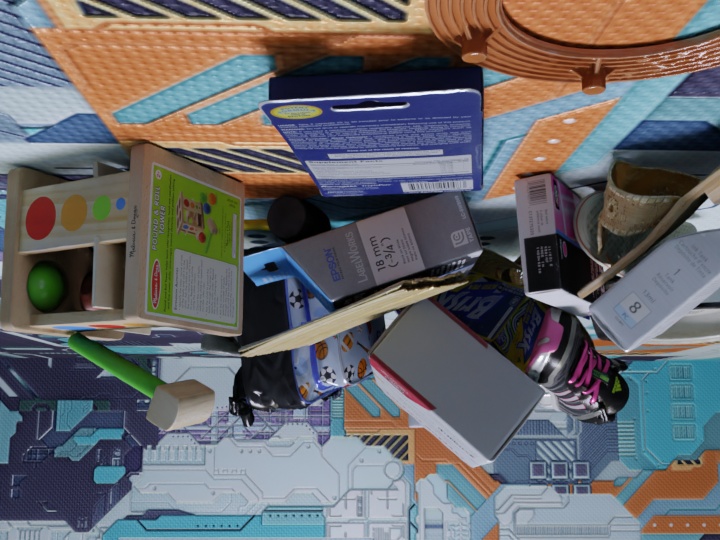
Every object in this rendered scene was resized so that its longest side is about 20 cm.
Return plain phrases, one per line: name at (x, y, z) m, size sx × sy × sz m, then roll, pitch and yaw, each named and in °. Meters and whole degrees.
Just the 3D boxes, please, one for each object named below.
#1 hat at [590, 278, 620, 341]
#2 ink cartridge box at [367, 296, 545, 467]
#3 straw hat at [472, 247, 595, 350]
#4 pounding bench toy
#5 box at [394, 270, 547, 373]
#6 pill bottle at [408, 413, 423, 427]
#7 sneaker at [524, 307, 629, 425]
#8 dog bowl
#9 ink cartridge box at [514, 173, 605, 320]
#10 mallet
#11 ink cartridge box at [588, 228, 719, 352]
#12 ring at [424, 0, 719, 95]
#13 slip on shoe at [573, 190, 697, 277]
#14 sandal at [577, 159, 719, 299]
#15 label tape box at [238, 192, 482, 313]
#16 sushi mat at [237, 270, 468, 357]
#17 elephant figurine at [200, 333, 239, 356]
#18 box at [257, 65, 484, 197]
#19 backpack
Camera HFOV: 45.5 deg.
hat at (0.381, 0.061, 1.227) m, size 0.199 × 0.082 × 0.201 m, roll 0°, pitch 171°, yaw 0°
ink cartridge box at (0.088, 0.115, 0.849) m, size 0.146 × 0.083 × 0.200 m, roll 40°, pitch 171°, yaw 11°
straw hat at (0.196, 0.015, 0.924) m, size 0.201 × 0.085 × 0.201 m, roll 41°, pitch 164°, yaw 14°
pounding bench toy at (-0.191, 0.024, 0.674) m, size 0.155 × 0.202 × 0.124 m, roll -6°, pitch 169°, yaw 27°
box at (0.110, 0.042, 0.917) m, size 0.064 × 0.070 × 0.200 m, roll 47°, pitch 166°, yaw -31°
pill bottle at (0.106, 0.097, 1.091) m, size 0.115 × 0.202 × 0.116 m, roll 0°, pitch 171°, yaw 0°
sneaker at (0.210, 0.096, 0.809) m, size 0.087 × 0.074 × 0.200 m, roll 18°, pitch 162°, yaw 25°
dog bowl at (0.407, 0.036, 1.053) m, size 0.198 × 0.074 × 0.200 m, roll 0°, pitch 164°, yaw 0°
ink cartridge box at (0.184, -0.014, 0.756) m, size 0.037 × 0.095 × 0.200 m, roll -9°, pitch 167°, yaw 25°
mallet at (-0.129, -0.044, 0.779) m, size 0.198 × 0.042 × 0.066 m, roll 2°, pitch 172°, yaw 12°
ink cartridge box at (0.272, -0.024, 0.639) m, size 0.200 × 0.047 × 0.160 m, roll -46°, pitch 161°, yaw 20°
ring at (0.128, -0.119, 0.384) m, size 0.199 × 0.019 × 0.200 m, roll 1°, pitch 171°, yaw 0°
slip on shoe at (0.239, -0.027, 0.769) m, size 0.061 × 0.075 × 0.199 m, roll 3°, pitch 177°, yaw 42°
sandal at (0.215, -0.059, 0.627) m, size 0.077 × 0.070 × 0.212 m, roll -30°, pitch 169°, yaw -37°
label tape box at (0.000, 0.000, 0.773) m, size 0.199 × 0.064 × 0.144 m, roll -18°, pitch 170°, yaw -2°
sushi mat at (-0.010, 0.040, 0.751) m, size 0.199 × 0.012 × 0.095 m, roll -24°, pitch 169°, yaw 37°
elephant figurine at (-0.161, 0.069, 1.194) m, size 0.199 × 0.142 × 0.156 m, roll 13°, pitch 145°, yaw 18°
box at (0.017, -0.085, 0.534) m, size 0.120 × 0.033 × 0.200 m, roll -1°, pitch 172°, yaw 7°
backpack at (-0.054, 0.053, 0.943) m, size 0.153 × 0.202 × 0.190 m, roll -2°, pitch -177°, yaw 15°
